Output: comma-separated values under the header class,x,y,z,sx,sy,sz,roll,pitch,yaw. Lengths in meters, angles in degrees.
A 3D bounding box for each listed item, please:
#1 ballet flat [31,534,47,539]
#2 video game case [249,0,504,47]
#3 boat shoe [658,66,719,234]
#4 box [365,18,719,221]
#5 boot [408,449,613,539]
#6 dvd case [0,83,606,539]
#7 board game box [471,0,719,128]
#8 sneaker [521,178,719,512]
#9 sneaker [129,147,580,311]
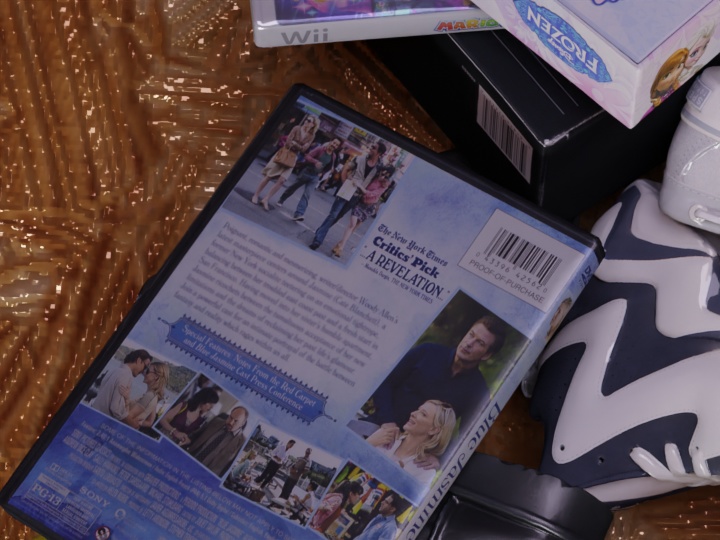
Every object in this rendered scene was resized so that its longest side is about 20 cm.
class,x,y,z,sx,sy,sz,roll,pitch,yaw
ballet flat,-0.061,0.177,1.079,0.067,0.067,0.200,-32,76,-14
video game case,0.053,-0.155,1.089,0.200,0.018,0.143,-5,61,-3
boat shoe,0.209,-0.012,1.068,0.200,0.072,0.069,19,109,-7
box,0.068,-0.132,1.129,0.141,0.079,0.200,-32,65,-15
boot,-0.012,0.137,1.040,0.198,0.073,0.163,16,73,29
dvd case,-0.022,0.039,1.036,0.143,0.018,0.200,29,76,25
board game box,0.098,-0.178,1.068,0.200,0.041,0.200,-39,66,-21
sneaker,0.136,0.072,1.085,0.199,0.079,0.130,46,111,26
sneaker,0.000,0.000,1.118,0.200,0.082,0.073,-26,74,-10
